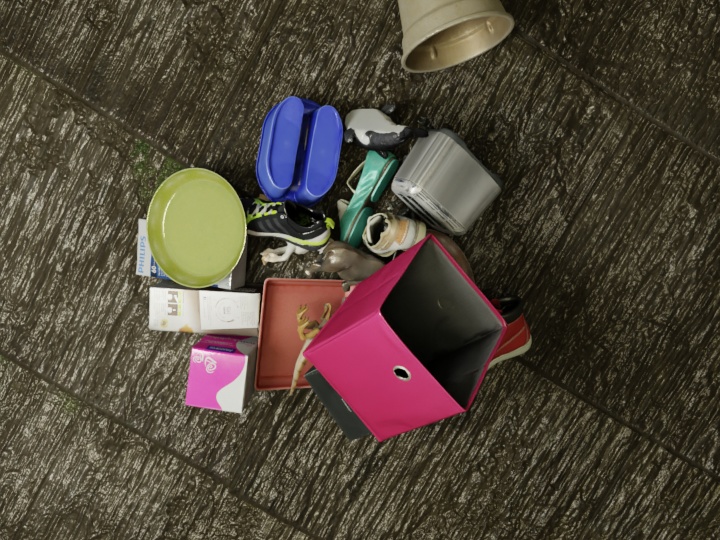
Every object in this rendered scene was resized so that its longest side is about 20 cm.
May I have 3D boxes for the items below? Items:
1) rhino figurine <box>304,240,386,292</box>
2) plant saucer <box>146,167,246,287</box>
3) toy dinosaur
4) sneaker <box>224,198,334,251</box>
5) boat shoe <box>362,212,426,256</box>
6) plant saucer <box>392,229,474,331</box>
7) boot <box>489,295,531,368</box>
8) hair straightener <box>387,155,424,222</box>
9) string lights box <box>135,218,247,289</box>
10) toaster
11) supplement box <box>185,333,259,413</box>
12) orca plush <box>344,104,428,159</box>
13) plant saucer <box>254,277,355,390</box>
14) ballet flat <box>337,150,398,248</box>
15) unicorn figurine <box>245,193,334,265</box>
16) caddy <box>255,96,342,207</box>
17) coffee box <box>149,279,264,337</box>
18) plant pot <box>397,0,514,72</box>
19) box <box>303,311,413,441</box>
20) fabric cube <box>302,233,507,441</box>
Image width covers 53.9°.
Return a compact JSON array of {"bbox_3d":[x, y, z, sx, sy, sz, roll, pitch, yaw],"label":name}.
[{"bbox_3d":[0.000,0.000,1.272,0.198,0.061,0.087,20,142,-38],"label":"rhino figurine"},{"bbox_3d":[-0.278,-0.073,1.223,0.196,0.031,0.205,1,93,19],"label":"plant saucer"},{"bbox_3d":[-0.081,0.123,1.259,0.201,0.060,0.106,-50,122,-13],"label":"toy dinosaur"},{"bbox_3d":[-0.138,-0.100,1.221,0.196,0.083,0.073,14,54,4],"label":"sneaker"},{"bbox_3d":[0.041,-0.068,1.210,0.067,0.199,0.076,17,83,-20],"label":"boat shoe"},{"bbox_3d":[0.126,0.028,1.277,0.197,0.032,0.205,11,71,-34],"label":"plant saucer"},{"bbox_3d":[0.210,0.123,1.281,0.197,0.073,0.145,-29,136,-1],"label":"boot"},{"bbox_3d":[0.082,-0.110,1.302,0.075,0.041,0.204,-2,104,-16],"label":"hair straightener"},{"bbox_3d":[-0.306,-0.033,1.283,0.196,0.059,0.105,8,98,17],"label":"string lights box"},{"bbox_3d":[0.143,-0.154,1.231,0.199,0.113,0.130,39,84,-27],"label":"toaster"},{"bbox_3d":[-0.235,0.171,1.265,0.099,0.200,0.106,8,98,0],"label":"supplement box"},{"bbox_3d":[0.044,-0.231,1.230,0.106,0.198,0.072,-49,128,-25],"label":"orca plush"},{"bbox_3d":[-0.101,0.113,1.300,0.197,0.037,0.204,2,99,-31],"label":"plant saucer"},{"bbox_3d":[-0.002,-0.130,1.297,0.070,0.067,0.203,30,98,21],"label":"ballet flat"},{"bbox_3d":[-0.126,-0.064,1.291,0.135,0.074,0.203,-24,90,-11],"label":"unicorn figurine"},{"bbox_3d":[-0.109,-0.211,1.260,0.139,0.105,0.204,11,85,-15],"label":"caddy"},{"bbox_3d":[-0.272,0.065,1.295,0.195,0.114,0.082,4,98,1],"label":"coffee box"},{"bbox_3d":[0.138,-0.465,1.191,0.197,0.200,0.187,-17,86,3],"label":"plant pot"},{"bbox_3d":[0.029,0.170,1.248,0.124,0.200,0.150,-30,98,44],"label":"box"},{"bbox_3d":[0.069,0.107,1.089,0.197,0.201,0.198,48,136,-10],"label":"fabric cube"}]
